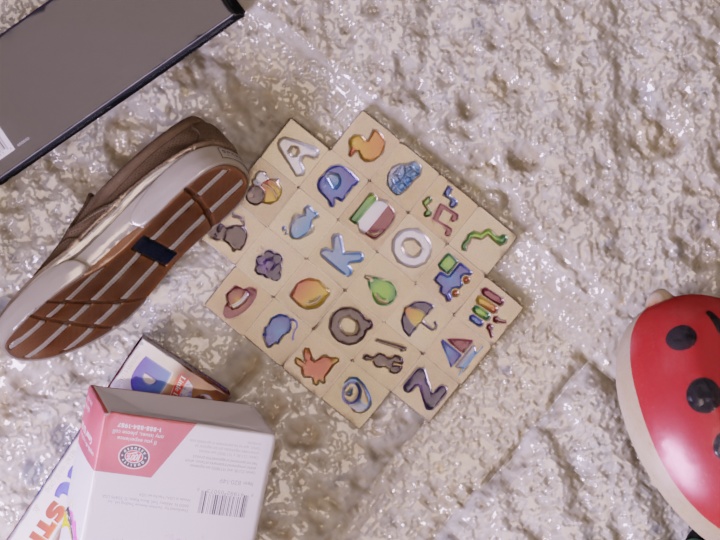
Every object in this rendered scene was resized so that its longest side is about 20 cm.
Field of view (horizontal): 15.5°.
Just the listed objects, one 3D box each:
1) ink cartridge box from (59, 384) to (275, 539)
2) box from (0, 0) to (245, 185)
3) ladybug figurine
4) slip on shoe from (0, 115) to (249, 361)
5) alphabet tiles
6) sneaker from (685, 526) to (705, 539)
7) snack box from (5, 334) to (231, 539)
[{"bbox_3d":[-0.135,0.184,1.712,0.116,0.067,0.201,9,101,-18],"label":"ink cartridge box"},{"bbox_3d":[-0.176,-0.134,1.666,0.200,0.141,0.079,-34,92,3],"label":"box"},{"bbox_3d":[0.243,0.094,1.693,0.135,0.072,0.200,-28,76,-27],"label":"ladybug figurine"},{"bbox_3d":[-0.161,-0.021,1.720,0.200,0.076,0.061,-43,54,12],"label":"slip on shoe"},{"bbox_3d":[0.000,0.000,1.745,0.200,0.006,0.167,39,95,-3],"label":"alphabet tiles"},{"bbox_3d":[0.235,0.242,1.732,0.118,0.074,0.201,24,85,-9],"label":"sneaker"},{"bbox_3d":[-0.169,0.145,1.749,0.072,0.024,0.200,33,95,-6],"label":"snack box"}]
